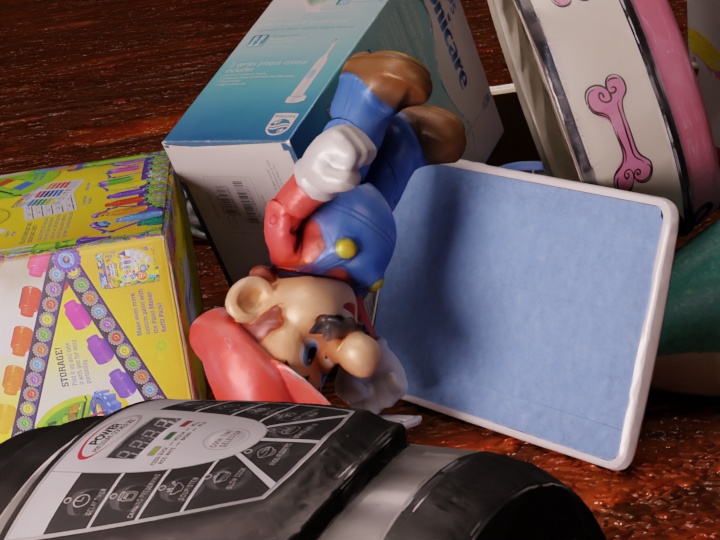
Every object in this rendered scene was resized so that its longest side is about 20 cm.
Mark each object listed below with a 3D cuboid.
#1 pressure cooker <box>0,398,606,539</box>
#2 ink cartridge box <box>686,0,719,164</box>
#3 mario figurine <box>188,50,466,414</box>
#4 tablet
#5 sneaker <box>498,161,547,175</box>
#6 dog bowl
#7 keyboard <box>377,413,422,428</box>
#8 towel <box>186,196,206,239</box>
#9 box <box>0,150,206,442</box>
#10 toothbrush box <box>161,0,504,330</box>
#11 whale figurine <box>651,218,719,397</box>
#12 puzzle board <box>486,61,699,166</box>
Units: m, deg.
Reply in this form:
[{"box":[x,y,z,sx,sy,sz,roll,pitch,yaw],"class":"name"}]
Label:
[{"box":[-0.043,0.129,0.554,0.200,0.179,0.176,3,-25,29],"class":"pressure cooker"},{"box":[0.315,-0.144,1.328,0.145,0.200,0.145,-11,17,-19],"class":"ink cartridge box"},{"box":[0.000,0.000,0.956,0.123,0.200,0.106,31,-18,-20],"class":"mario figurine"},{"box":[0.075,0.015,0.995,0.014,0.130,0.200,7,5,-40],"class":"tablet"},{"box":[0.054,-0.011,1.190,0.200,0.070,0.078,-11,30,22],"class":"sneaker"},{"box":[0.128,-0.097,1.053,0.074,0.200,0.200,-20,16,2],"class":"dog bowl"},{"box":[-0.062,0.098,0.936,0.200,0.011,0.056,-18,3,-36],"class":"keyboard"},{"box":[-0.021,-0.066,1.457,0.200,0.048,0.171,-2,13,12],"class":"towel"},{"box":[-0.183,0.026,1.037,0.193,0.122,0.200,-8,16,-1],"class":"box"},{"box":[-0.008,-0.076,1.122,0.085,0.146,0.200,3,43,32],"class":"toothbrush box"},{"box":[0.194,0.009,1.011,0.200,0.104,0.159,-9,17,-9],"class":"whale figurine"},{"box":[0.114,-0.079,1.314,0.200,0.151,0.017,-9,57,-10],"class":"puzzle board"}]
